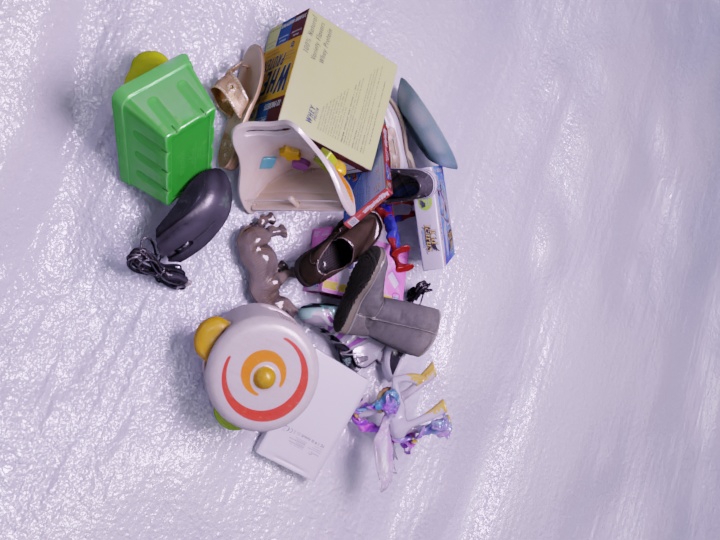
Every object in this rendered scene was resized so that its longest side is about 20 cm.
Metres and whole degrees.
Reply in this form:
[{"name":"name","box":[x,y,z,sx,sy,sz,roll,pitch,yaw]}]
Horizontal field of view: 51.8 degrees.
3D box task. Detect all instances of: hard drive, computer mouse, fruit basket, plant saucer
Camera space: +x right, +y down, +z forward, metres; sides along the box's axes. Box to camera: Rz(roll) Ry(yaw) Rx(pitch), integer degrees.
[{"name":"hard drive","box":[-0.083,0.252,1.301,0.131,0.026,0.203,33,85,-26]},{"name":"computer mouse","box":[0.078,0.114,1.424,0.043,0.110,0.204,23,83,-7]},{"name":"computer mouse","box":[-0.254,-0.061,1.133,0.202,0.052,0.138,-56,152,-3]},{"name":"fruit basket","box":[-0.306,-0.234,1.099,0.155,0.214,0.219,-39,111,-30]},{"name":"plant saucer","box":[0.116,-0.268,1.409,0.038,0.202,0.203,-33,113,3]}]

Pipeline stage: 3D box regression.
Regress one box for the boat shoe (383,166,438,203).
[{"name":"boat shoe","box":[0.042,-0.149,1.321,0.066,0.196,0.072,-17,110,-51]}]

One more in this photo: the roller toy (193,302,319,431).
[{"name":"roller toy","box":[-0.161,0.151,1.181,0.178,0.140,0.205,-17,103,-13]}]

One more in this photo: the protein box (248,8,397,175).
[{"name":"protein box","box":[-0.069,-0.297,1.283,0.197,0.134,0.203,22,78,-34]}]

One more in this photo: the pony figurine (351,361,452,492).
[{"name":"pony figurine","box":[0.066,0.283,1.365,0.196,0.167,0.198,-18,86,3]}]

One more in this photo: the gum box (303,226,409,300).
[{"name":"gum box","box":[0.000,0.000,1.374,0.197,0.066,0.117,14,80,-35]}]

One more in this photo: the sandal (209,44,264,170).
[{"name":"sandal","box":[-0.214,-0.278,1.211,0.069,0.077,0.217,14,87,-41]}]

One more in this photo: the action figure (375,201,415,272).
[{"name":"action figure","box":[0.080,-0.087,1.365,0.097,0.202,0.066,-17,130,-4]}]

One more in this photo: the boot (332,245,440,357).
[{"name":"boot","box":[0.065,0.060,1.302,0.196,0.073,0.184,17,115,-26]}]

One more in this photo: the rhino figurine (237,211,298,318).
[{"name":"rhino figurine","box":[-0.154,0.010,1.265,0.086,0.059,0.205,-23,105,-33]}]

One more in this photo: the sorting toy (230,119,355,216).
[{"name":"sorting toy","box":[-0.117,-0.175,1.182,0.181,0.195,0.109,54,43,-57]}]

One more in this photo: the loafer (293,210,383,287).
[{"name":"loafer","box":[-0.023,-0.037,1.272,0.200,0.071,0.074,-42,111,-28]}]

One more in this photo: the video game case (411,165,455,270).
[{"name":"video game case","box":[0.141,-0.106,1.421,0.200,0.044,0.186,-34,117,-75]}]

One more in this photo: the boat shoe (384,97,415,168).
[{"name":"boat shoe","box":[0.045,-0.246,1.404,0.068,0.074,0.204,-32,106,-33]}]

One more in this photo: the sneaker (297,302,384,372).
[{"name":"sneaker","box":[-0.030,0.136,1.346,0.196,0.077,0.144,8,89,-31]}]

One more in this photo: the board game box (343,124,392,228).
[{"name":"board game box","box":[0.010,-0.169,1.299,0.019,0.102,0.203,37,32,-29]}]
